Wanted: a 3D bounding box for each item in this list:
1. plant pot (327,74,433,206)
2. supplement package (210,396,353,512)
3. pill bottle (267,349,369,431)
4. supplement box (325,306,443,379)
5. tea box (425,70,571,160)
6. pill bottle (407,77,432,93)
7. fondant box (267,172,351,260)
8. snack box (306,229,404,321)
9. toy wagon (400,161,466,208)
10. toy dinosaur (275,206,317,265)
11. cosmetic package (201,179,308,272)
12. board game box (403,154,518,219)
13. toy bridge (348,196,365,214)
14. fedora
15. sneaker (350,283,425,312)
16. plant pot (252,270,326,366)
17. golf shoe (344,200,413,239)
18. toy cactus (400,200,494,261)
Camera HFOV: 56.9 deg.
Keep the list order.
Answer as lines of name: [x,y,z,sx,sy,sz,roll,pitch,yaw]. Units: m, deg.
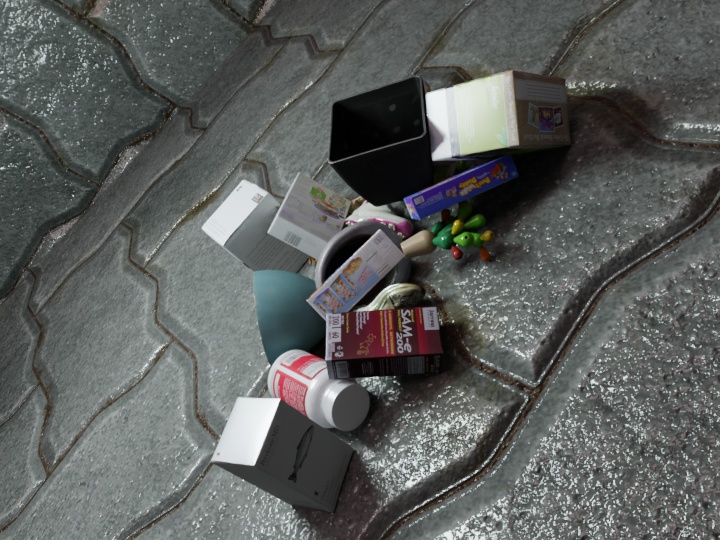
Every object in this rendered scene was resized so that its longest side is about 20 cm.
plant pot: [0.062,-0.251,1.375,0.199,0.178,0.200,-14,48,17]
supplement package: [-0.127,0.309,1.116,0.117,0.200,0.117,-8,51,42]
pill bottle: [-0.076,0.222,1.225,0.200,0.112,0.112,14,67,51]
supplement box: [0.041,0.126,1.163,0.199,0.061,0.109,-4,45,2]
tea box: [0.264,-0.287,1.263,0.196,0.200,0.134,-1,97,43]
pill bottle: [0.129,-0.373,1.588,0.112,0.112,0.200,-25,40,27]
fondant box: [-0.112,-0.123,1.511,0.058,0.144,0.200,-54,12,37]
snack box: [-0.009,0.014,1.292,0.200,0.072,0.024,-44,8,-5]
toy wagon: [0.154,-0.219,1.453,0.155,0.040,0.200,3,55,29]
toy dinosaur: [-0.112,-0.071,1.543,0.060,0.106,0.200,-37,70,-16]
cosmetic package: [-0.242,-0.086,1.618,0.165,0.200,0.165,-51,35,-6]
board game box: [0.188,-0.159,1.276,0.199,0.045,0.134,-24,6,1]
toy bridge: [0.055,-0.182,1.553,0.200,0.027,0.067,-15,46,37]
fedora: [0.000,0.000,1.352,0.200,0.177,0.090,-51,6,-5]
sneaker: [0.049,0.099,1.266,0.200,0.077,0.089,-35,50,24]
plant pot: [-0.135,0.088,1.376,0.134,0.201,0.200,-11,40,-2]
golf shoe: [0.049,-0.119,1.462,0.200,0.075,0.092,13,62,49]
toy cactus: [0.160,-0.060,1.255,0.165,0.103,0.200,-21,25,5]
